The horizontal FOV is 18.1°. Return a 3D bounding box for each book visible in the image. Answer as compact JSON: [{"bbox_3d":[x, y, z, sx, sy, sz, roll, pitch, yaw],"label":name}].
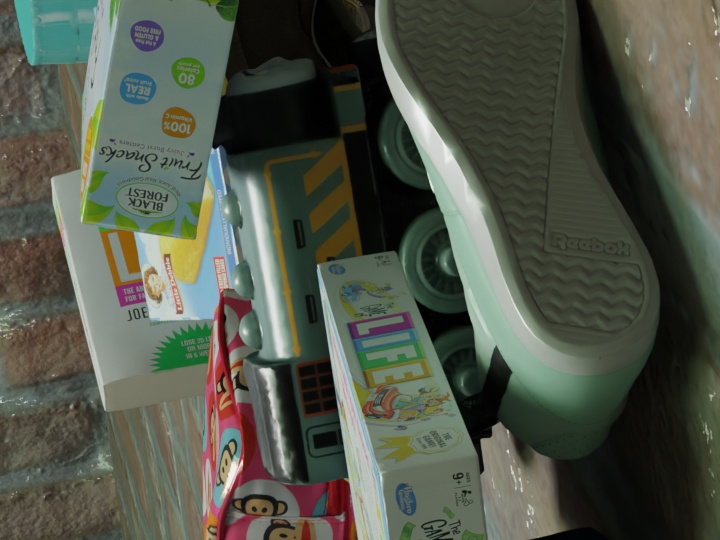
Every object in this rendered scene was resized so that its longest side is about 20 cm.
[{"bbox_3d":[-0.125,0.003,1.508,0.048,0.132,0.201,93,162,-44],"label":"book"}]

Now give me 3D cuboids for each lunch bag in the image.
[{"bbox_3d":[-0.050,0.112,1.228,0.177,0.081,0.201,-102,14,-51],"label":"lunch bag"}]

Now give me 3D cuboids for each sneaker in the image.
[{"bbox_3d":[-0.004,-0.055,1.052,0.201,0.075,0.071,67,-153,-20],"label":"sneaker"},{"bbox_3d":[0.048,-0.029,0.811,0.119,0.073,0.202,93,164,-60],"label":"sneaker"}]

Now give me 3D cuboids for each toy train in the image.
[{"bbox_3d":[0.000,0.000,0.970,0.085,0.113,0.202,-159,59,-76],"label":"toy train"}]

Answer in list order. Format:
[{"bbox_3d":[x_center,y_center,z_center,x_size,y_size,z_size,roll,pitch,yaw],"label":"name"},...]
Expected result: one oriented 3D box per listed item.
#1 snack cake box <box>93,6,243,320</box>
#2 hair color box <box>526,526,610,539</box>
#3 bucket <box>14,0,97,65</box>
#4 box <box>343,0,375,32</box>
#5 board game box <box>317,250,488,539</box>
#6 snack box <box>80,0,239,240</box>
[{"bbox_3d":[-0.092,-0.073,1.381,0.115,0.067,0.202,-3,99,52],"label":"snack cake box"},{"bbox_3d":[0.090,0.209,0.851,0.100,0.060,0.202,-153,53,-77],"label":"hair color box"},{"bbox_3d":[-0.183,-0.243,1.601,0.207,0.133,0.209,171,90,-78],"label":"bucket"},{"bbox_3d":[-0.037,-0.141,1.196,0.200,0.049,0.163,112,147,-70],"label":"box"},{"bbox_3d":[0.019,0.090,0.839,0.200,0.034,0.136,-109,9,-69],"label":"board game box"},{"bbox_3d":[-0.084,-0.112,0.953,0.200,0.052,0.144,-109,28,-71],"label":"snack box"}]
